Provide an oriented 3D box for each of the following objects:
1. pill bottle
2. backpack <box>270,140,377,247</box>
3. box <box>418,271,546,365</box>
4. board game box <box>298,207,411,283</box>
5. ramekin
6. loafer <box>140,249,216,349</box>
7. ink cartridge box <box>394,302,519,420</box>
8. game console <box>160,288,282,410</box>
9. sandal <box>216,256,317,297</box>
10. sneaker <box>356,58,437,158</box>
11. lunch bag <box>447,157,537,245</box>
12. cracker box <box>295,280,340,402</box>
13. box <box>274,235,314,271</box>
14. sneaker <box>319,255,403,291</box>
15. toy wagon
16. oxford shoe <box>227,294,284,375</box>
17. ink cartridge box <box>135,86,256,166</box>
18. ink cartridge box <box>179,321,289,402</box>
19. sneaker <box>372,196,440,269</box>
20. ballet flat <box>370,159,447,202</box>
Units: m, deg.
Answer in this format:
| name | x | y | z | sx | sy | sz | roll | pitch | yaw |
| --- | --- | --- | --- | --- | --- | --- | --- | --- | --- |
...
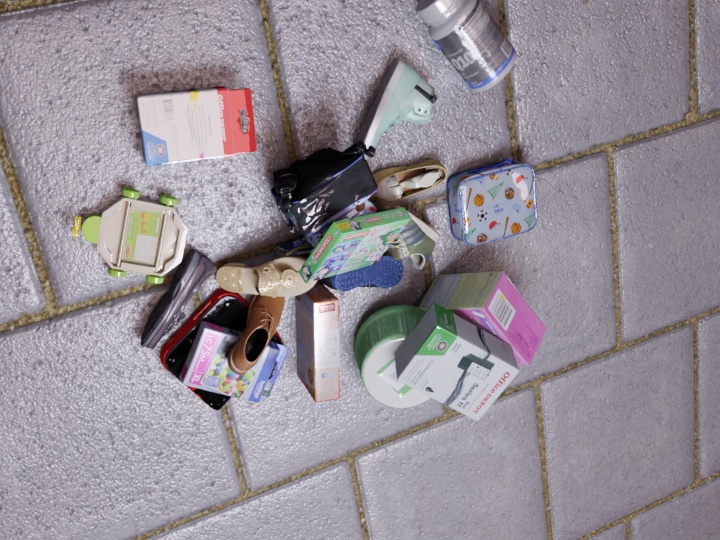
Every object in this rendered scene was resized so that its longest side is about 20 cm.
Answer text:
| name | x | y | z | sx | sy | sz | roll | pitch | yaw |
| --- | --- | --- | --- | --- | --- | --- | --- | --- | --- |
| pill bottle | 0.201 | -0.453 | 1.397 | 0.114 | 0.114 | 0.200 | -48 | 115 | -2 |
| backpack | -0.070 | -0.142 | 1.337 | 0.197 | 0.190 | 0.157 | -29 | 119 | -15 |
| box | 0.250 | 0.101 | 1.516 | 0.176 | 0.198 | 0.098 | 48 | 62 | -25 |
| board game box | -0.007 | -0.047 | 1.321 | 0.197 | 0.029 | 0.135 | -16 | 151 | -48 |
| ramekin | 0.084 | 0.184 | 1.505 | 0.193 | 0.098 | 0.205 | -1 | 118 | -2 |
| loafer | -0.336 | 0.063 | 1.358 | 0.062 | 0.072 | 0.203 | 30 | 90 | -30 |
| ink cartridge box | 0.183 | 0.178 | 1.401 | 0.196 | 0.084 | 0.148 | 27 | 115 | -16 |
| game console | -0.273 | 0.154 | 1.433 | 0.200 | 0.031 | 0.177 | -45 | 121 | -4 |
| sandal | -0.181 | 0.025 | 1.343 | 0.205 | 0.070 | 0.080 | -1 | 113 | 19 |
| sneaker | 0.074 | -0.288 | 1.412 | 0.116 | 0.074 | 0.204 | 26 | 92 | -19 |
| lunch bag | 0.281 | -0.148 | 1.539 | 0.195 | 0.075 | 0.165 | -15 | 108 | -16 |
| cracker box | -0.085 | 0.136 | 1.440 | 0.056 | 0.134 | 0.206 | -6 | 108 | -19 |
| box | -0.063 | -0.047 | 1.419 | 0.196 | 0.070 | 0.066 | -25 | 111 | -22 |
| sneaker | 0.000 | 0.000 | 1.477 | 0.196 | 0.077 | 0.072 | -4 | 106 | -43 |
| toy wagon | -0.412 | -0.066 | 1.306 | 0.195 | 0.040 | 0.160 | 10 | 101 | -23 |
| oxford shoe | -0.182 | 0.101 | 1.386 | 0.070 | 0.071 | 0.204 | 32 | 57 | -21 |
| ink cartridge box | -0.288 | -0.257 | 1.285 | 0.194 | 0.067 | 0.120 | -10 | 109 | -19 |
| ink cartridge box | -0.238 | 0.184 | 1.422 | 0.196 | 0.042 | 0.122 | 19 | 100 | -32 |
| sneaker | 0.083 | -0.066 | 1.459 | 0.198 | 0.066 | 0.092 | 28 | 83 | -45 |
| ballet flat | 0.085 | -0.175 | 1.458 | 0.195 | 0.063 | 0.070 | -23 | 114 | -14 |
